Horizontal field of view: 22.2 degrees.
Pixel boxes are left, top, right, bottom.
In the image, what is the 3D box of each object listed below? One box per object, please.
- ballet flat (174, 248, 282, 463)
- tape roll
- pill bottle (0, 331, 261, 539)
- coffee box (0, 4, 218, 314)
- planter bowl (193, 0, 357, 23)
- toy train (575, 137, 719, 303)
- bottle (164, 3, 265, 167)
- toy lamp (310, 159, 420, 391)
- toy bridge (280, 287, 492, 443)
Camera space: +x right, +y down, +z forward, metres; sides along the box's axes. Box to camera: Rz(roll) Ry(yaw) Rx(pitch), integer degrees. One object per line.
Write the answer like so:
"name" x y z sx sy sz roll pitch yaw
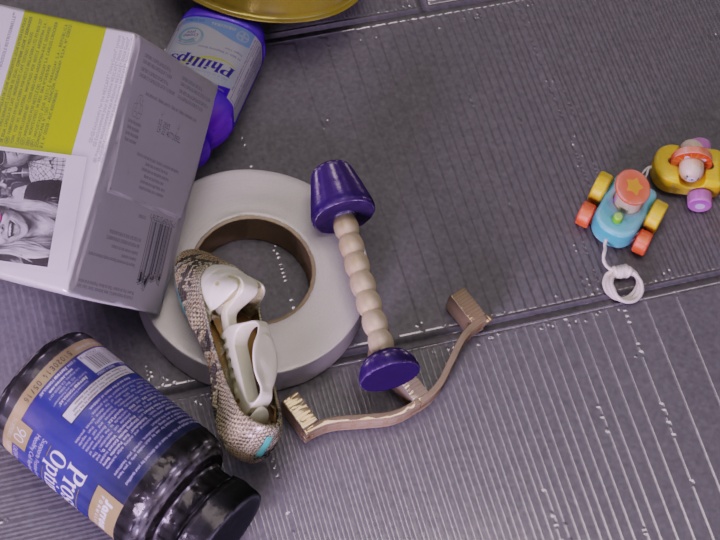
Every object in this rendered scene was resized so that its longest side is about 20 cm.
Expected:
"ballet flat" -0.096 0.053 1.467 0.068 0.075 0.201 2 57 -31
"tape roll" -0.093 0.007 1.559 0.202 0.037 0.204 2 60 -4
"pill bottle" -0.179 0.147 1.427 0.200 0.112 0.112 37 63 15
"coffee box" -0.254 -0.089 1.448 0.197 0.200 0.201 13 86 15
"planter bowl" -0.085 -0.316 1.681 0.199 0.084 0.201 7 39 -6
"toy train" 0.294 -0.052 1.625 0.199 0.056 0.151 -17 63 -16
"bottle" -0.147 -0.148 1.610 0.083 0.065 0.201 14 51 9
"toy lamp" 0.000 0.000 1.522 0.058 0.058 0.201 -11 65 -12
"toy bridge" 0.032 0.087 1.533 0.199 0.027 0.067 -31 70 -21
